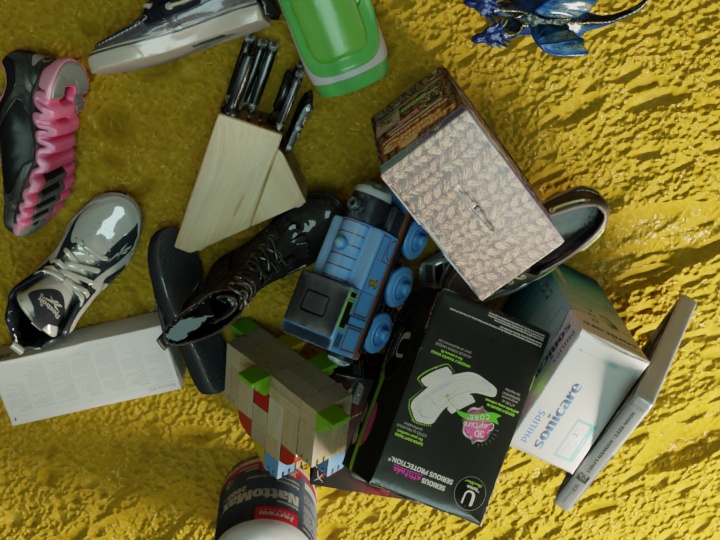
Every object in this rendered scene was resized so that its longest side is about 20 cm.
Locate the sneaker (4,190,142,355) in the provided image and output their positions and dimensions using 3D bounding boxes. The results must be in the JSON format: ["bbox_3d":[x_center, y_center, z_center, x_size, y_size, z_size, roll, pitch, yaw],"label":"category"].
[{"bbox_3d":[-0.306,0.012,1.106,0.199,0.130,0.079,-41,109,13],"label":"sneaker"}]

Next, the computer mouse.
[{"bbox_3d":[0.105,0.011,1.169,0.199,0.044,0.110,-20,100,9],"label":"computer mouse"}]

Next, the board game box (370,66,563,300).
[{"bbox_3d":[0.099,-0.093,1.042,0.097,0.200,0.160,-36,110,12],"label":"board game box"}]

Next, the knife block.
[{"bbox_3d":[-0.133,-0.135,1.089,0.199,0.064,0.176,-23,111,8],"label":"knife block"}]

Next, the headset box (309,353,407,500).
[{"bbox_3d":[0.051,0.183,1.220,0.199,0.075,0.149,11,111,-7],"label":"headset box"}]

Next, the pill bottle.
[{"bbox_3d":[-0.108,0.314,1.200,0.119,0.200,0.120,-1,113,-2],"label":"pill bottle"}]

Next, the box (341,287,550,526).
[{"bbox_3d":[0.082,0.134,1.073,0.124,0.149,0.201,23,82,-10],"label":"box"}]

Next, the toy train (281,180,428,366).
[{"bbox_3d":[0.000,0.000,1.094,0.086,0.114,0.201,21,87,32],"label":"toy train"}]

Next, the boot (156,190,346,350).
[{"bbox_3d":[-0.105,0.005,1.080,0.200,0.174,0.069,-35,99,16],"label":"boot"}]

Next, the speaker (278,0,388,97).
[{"bbox_3d":[-0.040,-0.275,1.024,0.088,0.089,0.201,-20,112,6],"label":"speaker"}]

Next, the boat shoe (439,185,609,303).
[{"bbox_3d":[0.169,-0.020,1.102,0.200,0.060,0.072,-31,99,11],"label":"boat shoe"}]

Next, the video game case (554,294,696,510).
[{"bbox_3d":[0.283,0.138,1.126,0.023,0.200,0.182,32,130,10],"label":"video game case"}]

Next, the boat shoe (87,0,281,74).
[{"bbox_3d":[-0.183,-0.262,1.040,0.199,0.075,0.093,-16,94,6],"label":"boat shoe"}]

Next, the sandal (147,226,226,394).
[{"bbox_3d":[-0.197,0.050,1.160,0.043,0.076,0.201,-4,114,24],"label":"sandal"}]

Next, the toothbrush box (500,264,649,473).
[{"bbox_3d":[0.206,0.092,1.122,0.085,0.200,0.147,25,108,-13],"label":"toothbrush box"}]

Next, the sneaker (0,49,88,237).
[{"bbox_3d":[-0.345,-0.134,1.087,0.095,0.079,0.201,23,111,12],"label":"sneaker"}]

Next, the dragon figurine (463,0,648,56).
[{"bbox_3d":[0.195,-0.245,1.037,0.199,0.100,0.059,3,113,-3],"label":"dragon figurine"}]

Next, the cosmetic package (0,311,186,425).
[{"bbox_3d":[-0.305,0.109,1.189,0.199,0.051,0.083,-12,110,3],"label":"cosmetic package"}]

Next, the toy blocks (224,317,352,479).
[{"bbox_3d":[-0.084,0.162,1.161,0.100,0.200,0.137,-22,131,-39],"label":"toy blocks"}]
